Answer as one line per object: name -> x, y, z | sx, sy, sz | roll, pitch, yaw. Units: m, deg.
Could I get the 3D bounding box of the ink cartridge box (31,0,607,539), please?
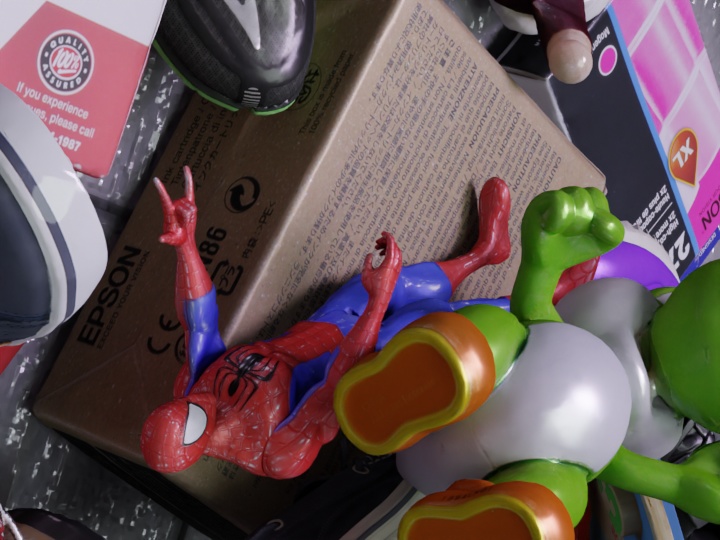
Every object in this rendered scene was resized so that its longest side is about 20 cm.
ink cartridge box -> -0.009, 0.007, 0.910 | 0.165, 0.075, 0.201 | 43, 69, -48

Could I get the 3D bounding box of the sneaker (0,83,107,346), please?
sneaker -> -0.141, 0.000, 0.663 | 0.079, 0.200, 0.079 | -36, 105, -28

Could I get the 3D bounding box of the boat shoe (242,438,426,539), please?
boat shoe -> 0.007, 0.095, 0.857 | 0.200, 0.062, 0.075 | -31, 122, -57

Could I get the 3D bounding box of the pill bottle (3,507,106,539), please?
pill bottle -> -0.156, 0.165, 0.762 | 0.200, 0.111, 0.113 | -30, 123, -41

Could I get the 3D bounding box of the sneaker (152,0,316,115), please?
sneaker -> -0.036, -0.151, 0.811 | 0.076, 0.084, 0.202 | -3, 101, -26

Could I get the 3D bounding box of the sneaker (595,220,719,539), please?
sneaker -> 0.128, 0.061, 1.042 | 0.069, 0.100, 0.200 | -28, 140, 10

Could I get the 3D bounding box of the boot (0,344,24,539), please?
boot -> -0.121, 0.047, 0.740 | 0.200, 0.144, 0.073 | -48, 132, -30

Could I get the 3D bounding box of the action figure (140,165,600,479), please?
action figure -> 0.000, 0.000, 0.811 | 0.200, 0.065, 0.100 | -31, 133, -40

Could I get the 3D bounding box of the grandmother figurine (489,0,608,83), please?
grandmother figurine -> 0.057, -0.124, 0.915 | 0.122, 0.060, 0.200 | 70, 16, 7

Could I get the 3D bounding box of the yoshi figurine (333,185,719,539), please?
yoshi figurine -> 0.088, 0.035, 0.804 | 0.200, 0.112, 0.113 | -19, 132, -55

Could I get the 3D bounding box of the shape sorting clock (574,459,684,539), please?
shape sorting clock -> 0.095, 0.121, 0.961 | 0.039, 0.200, 0.201 | -9, 114, -7

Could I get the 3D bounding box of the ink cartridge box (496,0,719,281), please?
ink cartridge box -> 0.123, -0.047, 1.074 | 0.095, 0.037, 0.201 | -51, 139, -25

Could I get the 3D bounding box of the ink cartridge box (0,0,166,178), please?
ink cartridge box -> -0.118, -0.147, 0.727 | 0.146, 0.083, 0.201 | 21, 86, -50
